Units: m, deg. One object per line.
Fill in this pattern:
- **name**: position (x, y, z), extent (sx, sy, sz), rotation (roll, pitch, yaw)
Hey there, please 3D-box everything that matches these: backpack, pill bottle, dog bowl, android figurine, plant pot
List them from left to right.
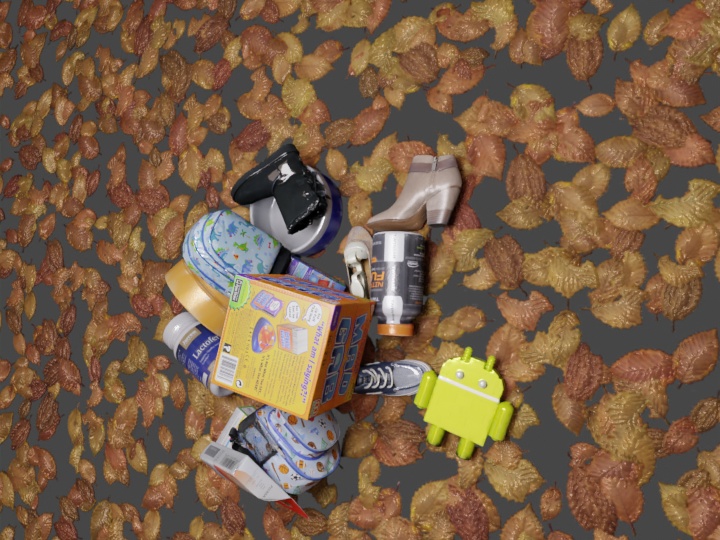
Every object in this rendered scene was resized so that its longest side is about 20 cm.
- **pill bottle**: position (-0.350, 0.186, 1.423), extent (0.200, 0.116, 0.116), rotation (34, 100, 26)
- **plant pot**: position (-0.293, 0.017, 1.384), extent (0.183, 0.200, 0.200), rotation (-44, 67, -1)
- **backpack**: position (-0.249, -0.029, 1.238), extent (0.199, 0.154, 0.164), rotation (29, 59, -9)
- **dog bowl**: position (-0.141, -0.131, 1.373), extent (0.199, 0.079, 0.201), rotation (-3, 83, 26)
- **backpack**: position (-0.127, 0.340, 1.259), extent (0.154, 0.200, 0.191), rotation (-36, 85, 34)
- **pill bottle**: position (0.072, 0.029, 1.231), extent (0.106, 0.106, 0.201), rotation (-1, 84, 27)
- **android figurine**: position (0.196, 0.246, 1.174), extent (0.181, 0.041, 0.201), rotation (22, 96, 20)

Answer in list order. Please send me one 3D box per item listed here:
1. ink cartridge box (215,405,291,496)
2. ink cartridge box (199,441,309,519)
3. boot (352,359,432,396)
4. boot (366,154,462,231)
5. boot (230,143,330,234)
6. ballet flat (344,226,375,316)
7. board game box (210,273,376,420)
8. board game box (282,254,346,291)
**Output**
- **ink cartridge box**: position (-0.214, 0.397, 1.362), extent (0.200, 0.059, 0.104), rotation (36, 101, 26)
- **ink cartridge box**: position (-0.211, 0.427, 1.232), extent (0.050, 0.200, 0.162), rotation (-47, 24, -28)
- **boot**: position (0.038, 0.217, 1.236), extent (0.199, 0.090, 0.073), rotation (-12, 79, 25)
- **boot**: position (0.109, -0.158, 1.261), extent (0.199, 0.070, 0.147), rotation (-1, 78, 26)
- **boot**: position (-0.167, -0.150, 1.307), extent (0.198, 0.073, 0.163), rotation (-35, 74, 19)
- **ballet flat**: position (0.000, 0.000, 1.293), extent (0.068, 0.067, 0.201), rotation (-16, 77, 24)
- **board game box**: position (-0.116, 0.128, 1.146), extent (0.199, 0.200, 0.201), rotation (16, 95, 21)
- **board game box**: position (-0.136, 0.086, 1.334), extent (0.135, 0.034, 0.201), rotation (29, 98, -5)
